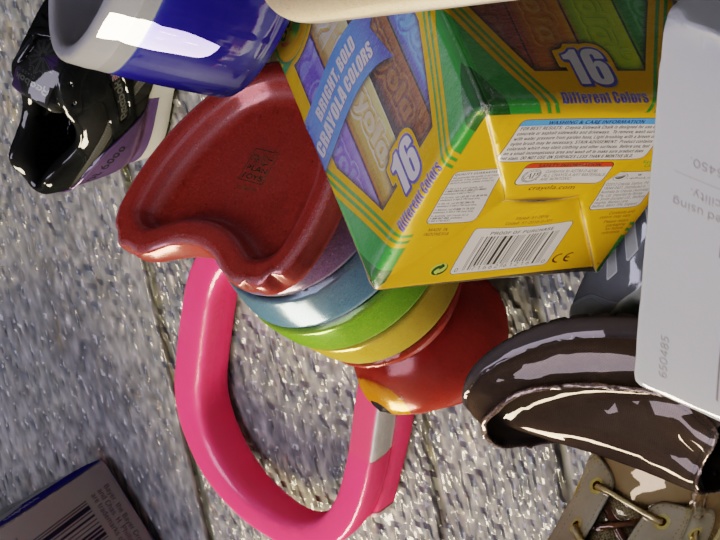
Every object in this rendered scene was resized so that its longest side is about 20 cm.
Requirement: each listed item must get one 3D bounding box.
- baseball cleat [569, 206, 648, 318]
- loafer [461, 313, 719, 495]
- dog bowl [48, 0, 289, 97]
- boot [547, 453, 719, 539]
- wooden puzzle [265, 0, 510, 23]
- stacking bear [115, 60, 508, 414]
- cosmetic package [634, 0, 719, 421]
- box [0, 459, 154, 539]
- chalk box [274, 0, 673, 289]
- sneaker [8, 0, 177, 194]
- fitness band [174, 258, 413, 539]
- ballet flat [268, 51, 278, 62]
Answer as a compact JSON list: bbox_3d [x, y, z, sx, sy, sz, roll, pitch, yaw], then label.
[{"bbox_3d":[0.141,-0.046,1.150,0.107,0.070,0.200,61,139,18],"label":"baseball cleat"},{"bbox_3d":[0.139,0.061,1.144,0.199,0.071,0.073,-6,154,20],"label":"loafer"},{"bbox_3d":[-0.073,-0.181,1.154,0.078,0.201,0.200,13,140,-18],"label":"dog bowl"},{"bbox_3d":[0.105,0.142,1.222,0.073,0.155,0.201,32,133,24],"label":"boot"},{"bbox_3d":[0.038,-0.201,1.004,0.185,0.046,0.201,-1,88,44],"label":"wooden puzzle"},{"bbox_3d":[0.000,0.000,1.231,0.121,0.114,0.200,16,160,43],"label":"stacking bear"},{"bbox_3d":[0.226,-0.037,0.962,0.164,0.200,0.166,24,130,31],"label":"cosmetic package"},{"bbox_3d":[-0.194,0.238,1.601,0.200,0.105,0.184,-28,96,48],"label":"box"},{"bbox_3d":[0.044,-0.110,1.118,0.124,0.124,0.201,-57,47,47],"label":"chalk box"},{"bbox_3d":[-0.133,-0.120,1.327,0.076,0.087,0.201,33,133,23],"label":"sneaker"},{"bbox_3d":[-0.037,0.059,1.396,0.143,0.037,0.201,34,133,27],"label":"fitness band"},{"bbox_3d":[-0.029,-0.089,1.266,0.067,0.067,0.201,15,125,37],"label":"ballet flat"}]
